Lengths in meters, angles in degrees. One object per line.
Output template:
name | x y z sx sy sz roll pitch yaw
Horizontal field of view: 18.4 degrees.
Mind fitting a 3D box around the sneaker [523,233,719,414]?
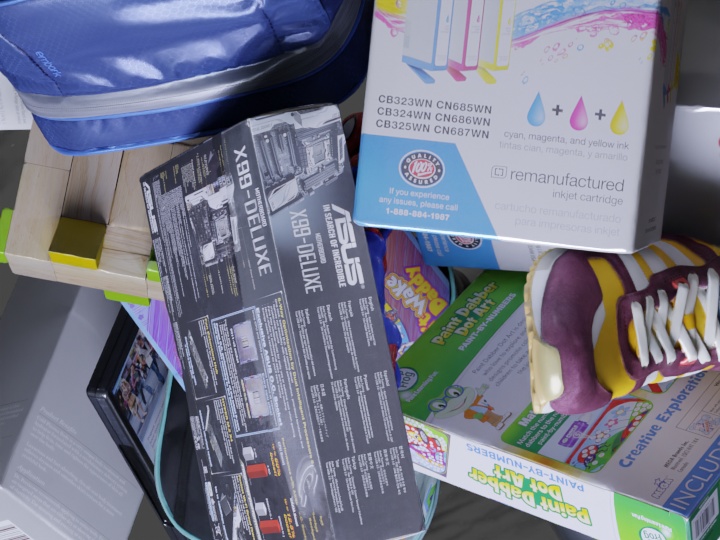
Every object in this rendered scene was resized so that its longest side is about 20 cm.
sneaker | 0.139 0.019 1.045 0.090 0.200 0.075 0 104 21

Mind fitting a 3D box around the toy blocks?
toy blocks | -0.101 -0.055 1.189 0.199 0.137 0.100 11 168 -2

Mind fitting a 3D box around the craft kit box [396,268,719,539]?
craft kit box | 0.135 0.050 1.154 0.197 0.200 0.049 20 137 32

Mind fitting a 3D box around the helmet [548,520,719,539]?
helmet | 0.198 0.108 1.252 0.199 0.201 0.191 17 169 -1

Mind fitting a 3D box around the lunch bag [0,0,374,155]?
lunch bag | -0.081 -0.143 1.073 0.199 0.136 0.132 -7 141 18

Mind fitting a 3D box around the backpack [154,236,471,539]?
backpack | -0.028 0.082 1.316 0.175 0.201 0.153 8 166 12

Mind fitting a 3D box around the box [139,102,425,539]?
box | -0.041 0.034 1.056 0.050 0.201 0.158 -10 176 -25

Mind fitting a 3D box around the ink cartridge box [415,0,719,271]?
ink cartridge box | 0.123 -0.069 1.141 0.199 0.084 0.145 5 145 17

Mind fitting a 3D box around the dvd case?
dvd case | -0.110 0.076 1.391 0.017 0.143 0.200 6 144 21

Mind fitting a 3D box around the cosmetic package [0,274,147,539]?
cosmetic package | -0.182 0.086 1.389 0.090 0.201 0.107 -19 130 38

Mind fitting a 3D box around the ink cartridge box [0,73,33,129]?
ink cartridge box | -0.179 -0.142 1.221 0.199 0.050 0.161 -3 145 -4

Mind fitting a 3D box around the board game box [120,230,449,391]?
board game box | -0.049 0.009 1.232 0.200 0.158 0.039 53 -172 13

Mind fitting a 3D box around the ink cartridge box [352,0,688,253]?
ink cartridge box | 0.078 -0.116 1.001 0.128 0.201 0.125 6 -175 13

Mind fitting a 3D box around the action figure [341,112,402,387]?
action figure | 0.000 0.000 1.144 0.051 0.201 0.066 -1 146 6
